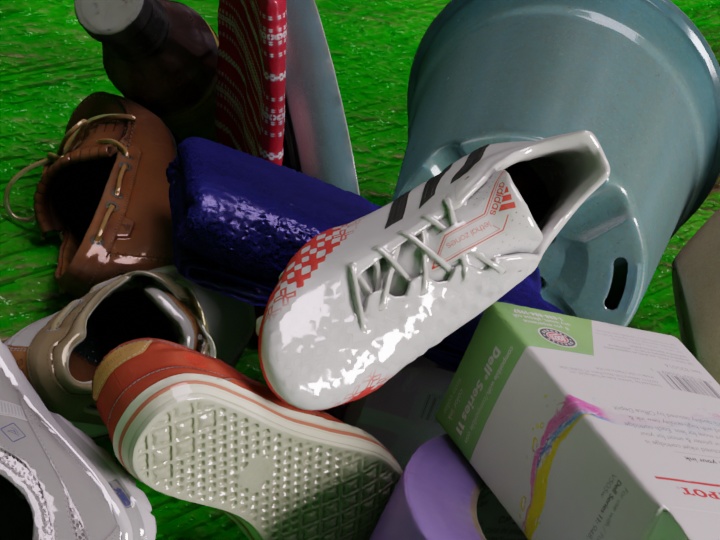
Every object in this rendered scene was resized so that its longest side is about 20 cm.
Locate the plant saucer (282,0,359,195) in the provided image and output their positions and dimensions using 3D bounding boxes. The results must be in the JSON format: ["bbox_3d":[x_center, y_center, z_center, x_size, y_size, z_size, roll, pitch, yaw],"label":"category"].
[{"bbox_3d":[-0.032,-0.073,1.448,0.027,0.201,0.200,-12,32,-8],"label":"plant saucer"}]

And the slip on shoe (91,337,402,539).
[{"bbox_3d":[-0.045,0.080,1.166,0.200,0.074,0.061,31,13,-49],"label":"slip on shoe"}]

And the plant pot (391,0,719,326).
[{"bbox_3d":[0.104,-0.051,1.535,0.199,0.201,0.196,26,30,0],"label":"plant pot"}]

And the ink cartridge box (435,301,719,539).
[{"bbox_3d":[0.130,0.101,1.149,0.117,0.068,0.200,11,26,-33],"label":"ink cartridge box"}]

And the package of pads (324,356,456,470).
[{"bbox_3d":[0.072,0.068,1.369,0.199,0.076,0.121,17,22,-21],"label":"package of pads"}]

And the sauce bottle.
[{"bbox_3d":[-0.104,-0.113,1.483,0.066,0.066,0.200,35,-6,21],"label":"sauce bottle"}]

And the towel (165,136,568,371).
[{"bbox_3d":[0.000,0.000,1.279,0.199,0.050,0.148,21,11,-10],"label":"towel"}]

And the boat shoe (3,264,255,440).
[{"bbox_3d":[-0.100,0.038,1.226,0.200,0.068,0.075,-29,94,-56],"label":"boat shoe"}]

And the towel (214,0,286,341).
[{"bbox_3d":[-0.060,-0.080,1.401,0.022,0.201,0.145,-3,31,-11],"label":"towel"}]

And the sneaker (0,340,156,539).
[{"bbox_3d":[-0.177,0.065,1.104,0.199,0.075,0.082,34,22,18],"label":"sneaker"}]

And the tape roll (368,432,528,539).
[{"bbox_3d":[0.093,0.162,1.174,0.199,0.085,0.200,22,23,-10],"label":"tape roll"}]

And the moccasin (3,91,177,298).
[{"bbox_3d":[-0.139,-0.038,1.387,0.077,0.074,0.202,26,28,-21],"label":"moccasin"}]

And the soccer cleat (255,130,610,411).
[{"bbox_3d":[0.033,-0.006,1.157,0.200,0.085,0.069,-35,97,-40],"label":"soccer cleat"}]

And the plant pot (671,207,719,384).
[{"bbox_3d":[0.256,0.027,1.553,0.133,0.201,0.201,-12,26,2],"label":"plant pot"}]
